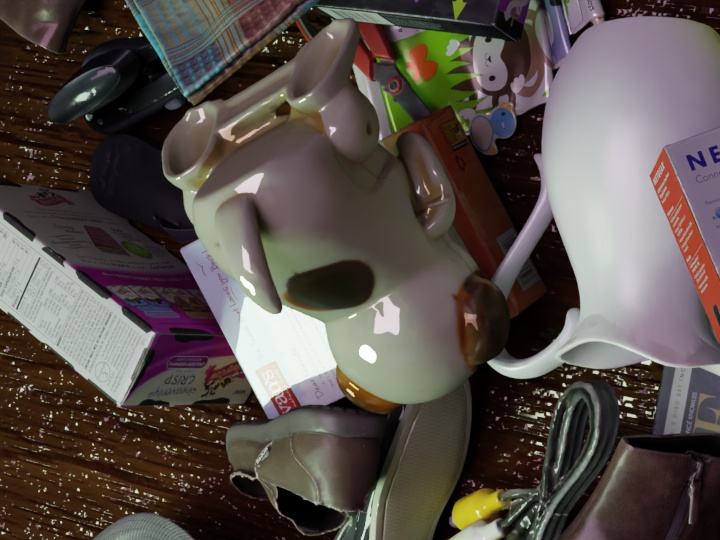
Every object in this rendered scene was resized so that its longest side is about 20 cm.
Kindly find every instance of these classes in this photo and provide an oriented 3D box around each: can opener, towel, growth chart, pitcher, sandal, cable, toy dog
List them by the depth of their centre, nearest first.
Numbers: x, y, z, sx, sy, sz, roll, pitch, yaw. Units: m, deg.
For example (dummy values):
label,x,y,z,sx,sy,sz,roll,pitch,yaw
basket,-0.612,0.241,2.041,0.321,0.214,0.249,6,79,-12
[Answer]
label,x,y,z,sx,sy,sz,roll,pitch,yaw
toy dog,0.001,-0.013,1.210,0.139,0.200,0.194,-34,27,16
pitcher,0.143,-0.036,1.228,0.171,0.121,0.201,-4,78,34
cable,0.098,0.145,1.257,0.200,0.050,0.097,117,151,-51
growth chart,0.072,-0.147,1.347,0.200,0.018,0.145,-32,71,31
towel,-0.088,-0.204,1.382,0.147,0.022,0.200,-40,40,7
can opener,-0.121,-0.145,1.434,0.200,0.079,0.063,-25,113,28
sandal,-0.112,-0.047,1.449,0.200,0.043,0.076,12,95,33

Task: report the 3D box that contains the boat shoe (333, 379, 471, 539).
label,x,y,z,sx,sy,sz,roll,pitch,yaw
boat shoe,0.015,0.143,1.338,0.068,0.072,0.200,34,117,40

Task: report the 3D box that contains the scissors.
label,x,y,z,sx,sy,sz,roll,pitch,yaw
scissors,0.013,-0.124,1.371,0.073,0.014,0.200,-33,72,26

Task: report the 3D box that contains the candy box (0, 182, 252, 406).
label,x,y,z,sx,sy,sz,roll,pitch,yaw
candy box,-0.173,0.015,1.432,0.200,0.136,0.061,37,107,30

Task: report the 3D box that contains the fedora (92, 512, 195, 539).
label,x,y,z,sx,sy,sz,roll,pitch,yaw
fedora,-0.118,0.253,1.416,0.177,0.090,0.200,48,119,27

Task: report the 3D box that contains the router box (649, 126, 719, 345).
label,x,y,z,sx,sy,sz,roll,pitch,yaw
router box,0.278,-0.009,1.122,0.200,0.049,0.180,-19,76,-8

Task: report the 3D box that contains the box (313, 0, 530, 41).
label,x,y,z,sx,sy,sz,roll,pitch,yaw
box,0.057,-0.249,1.325,0.143,0.036,0.201,11,82,36

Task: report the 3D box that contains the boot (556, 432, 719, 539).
label,x,y,z,sx,sy,sz,roll,pitch,yaw
boot,0.119,0.162,1.202,0.072,0.200,0.167,51,132,50

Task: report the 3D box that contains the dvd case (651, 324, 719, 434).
label,x,y,z,sx,sy,sz,roll,pitch,yaw
dvd case,0.265,0.070,1.214,0.200,0.016,0.149,13,96,34

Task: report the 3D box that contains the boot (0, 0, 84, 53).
label,x,y,z,sx,sy,sz,roll,pitch,yaw
boot,-0.245,-0.272,1.518,0.200,0.072,0.167,40,109,25

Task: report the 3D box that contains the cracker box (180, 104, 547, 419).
label,x,y,z,sx,sy,sz,roll,pitch,yaw
cracker box,0.000,0.000,1.346,0.200,0.058,0.134,-26,92,29

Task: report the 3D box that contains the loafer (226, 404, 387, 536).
label,x,y,z,sx,sy,sz,roll,pitch,yaw
loafer,-0.041,0.129,1.322,0.200,0.073,0.071,143,132,-71
